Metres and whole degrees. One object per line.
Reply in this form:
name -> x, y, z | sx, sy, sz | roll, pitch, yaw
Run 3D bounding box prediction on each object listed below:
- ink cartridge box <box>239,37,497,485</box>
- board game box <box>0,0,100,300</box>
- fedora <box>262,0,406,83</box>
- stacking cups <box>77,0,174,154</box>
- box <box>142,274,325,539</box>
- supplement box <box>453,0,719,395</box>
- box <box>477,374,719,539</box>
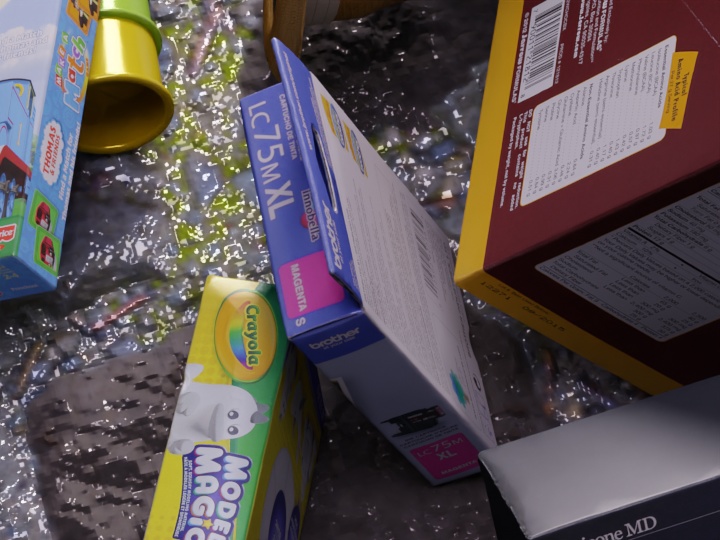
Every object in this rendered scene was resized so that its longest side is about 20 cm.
ink cartridge box -> 0.000, 0.000, 1.241 | 0.042, 0.200, 0.120 | -20, 59, 11
board game box -> -0.194, -0.071, 1.352 | 0.151, 0.037, 0.201 | -12, 55, 28
fedora -> 0.001, -0.174, 1.345 | 0.081, 0.201, 0.201 | 4, 60, -5
stacking cups -> -0.134, -0.152, 1.420 | 0.060, 0.061, 0.201 | -11, 57, -3
box -> -0.058, 0.117, 1.224 | 0.048, 0.117, 0.201 | 9, 62, 10
supplement box -> 0.165, -0.080, 1.256 | 0.133, 0.200, 0.198 | 29, 56, -29
box -> 0.162, 0.117, 1.189 | 0.199, 0.142, 0.079 | -18, 25, -7
